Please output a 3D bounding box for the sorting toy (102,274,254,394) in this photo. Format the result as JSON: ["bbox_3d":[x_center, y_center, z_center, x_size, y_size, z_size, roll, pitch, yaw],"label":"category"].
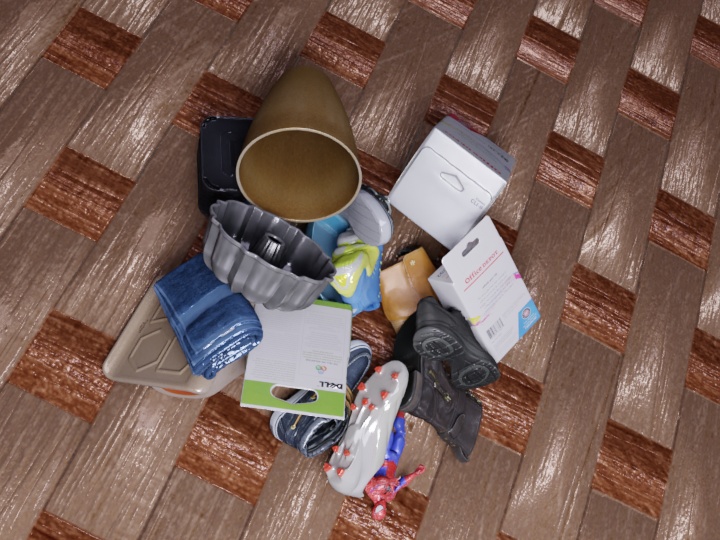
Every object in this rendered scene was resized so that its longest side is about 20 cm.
[{"bbox_3d":[-0.257,0.090,1.208,0.197,0.037,0.187,4,54,32],"label":"sorting toy"}]

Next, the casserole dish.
[{"bbox_3d":[-0.049,-0.010,1.326,0.121,0.038,0.203,39,39,-34],"label":"casserole dish"}]

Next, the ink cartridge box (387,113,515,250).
[{"bbox_3d":[0.152,-0.149,1.373,0.144,0.146,0.200,36,21,2],"label":"ink cartridge box"}]

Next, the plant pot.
[{"bbox_3d":[-0.087,-0.212,1.275,0.183,0.188,0.203,10,50,-11],"label":"plant pot"}]

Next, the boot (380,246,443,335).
[{"bbox_3d":[0.128,0.029,1.360,0.198,0.071,0.147,-19,91,-15],"label":"boot"}]

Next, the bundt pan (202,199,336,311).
[{"bbox_3d":[-0.136,-0.013,1.166,0.200,0.076,0.202,29,17,-9],"label":"bundt pan"}]

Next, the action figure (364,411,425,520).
[{"bbox_3d":[0.060,0.266,1.233,0.065,0.098,0.203,31,61,-31],"label":"action figure"}]

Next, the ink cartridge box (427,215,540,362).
[{"bbox_3d":[0.183,0.026,1.286,0.115,0.067,0.202,-41,116,-22],"label":"ink cartridge box"}]

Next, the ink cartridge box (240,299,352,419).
[{"bbox_3d":[-0.091,0.135,1.175,0.145,0.077,0.202,9,46,-6],"label":"ink cartridge box"}]

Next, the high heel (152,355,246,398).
[{"bbox_3d":[-0.216,0.132,1.253,0.196,0.068,0.097,-5,38,-14],"label":"high heel"}]

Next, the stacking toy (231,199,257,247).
[{"bbox_3d":[-0.132,-0.009,1.313,0.199,0.116,0.111,37,64,-10],"label":"stacking toy"}]

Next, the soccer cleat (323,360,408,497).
[{"bbox_3d":[0.017,0.226,1.198,0.077,0.069,0.202,41,71,-40],"label":"soccer cleat"}]

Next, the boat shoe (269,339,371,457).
[{"bbox_3d":[-0.036,0.192,1.237,0.200,0.071,0.090,-43,40,-22],"label":"boat shoe"}]

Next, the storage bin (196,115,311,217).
[{"bbox_3d":[-0.166,-0.166,1.370,0.196,0.094,0.138,0,66,-15],"label":"storage bin"}]

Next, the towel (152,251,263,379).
[{"bbox_3d":[-0.211,0.054,1.153,0.111,0.049,0.200,-35,43,-4],"label":"towel"}]

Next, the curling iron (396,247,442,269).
[{"bbox_3d":[0.156,-0.007,1.418,0.196,0.050,0.026,11,74,-14],"label":"curling iron"}]

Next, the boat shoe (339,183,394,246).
[{"bbox_3d":[0.014,-0.100,1.294,0.070,0.073,0.200,-8,29,-22],"label":"boat shoe"}]

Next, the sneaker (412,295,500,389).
[{"bbox_3d":[0.147,0.106,1.243,0.200,0.075,0.092,44,32,-40],"label":"sneaker"}]

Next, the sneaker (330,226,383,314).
[{"bbox_3d":[0.000,0.000,1.307,0.074,0.107,0.200,-5,24,23],"label":"sneaker"}]

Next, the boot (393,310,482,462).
[{"bbox_3d":[0.127,0.174,1.296,0.173,0.069,0.203,36,54,-31],"label":"boot"}]
